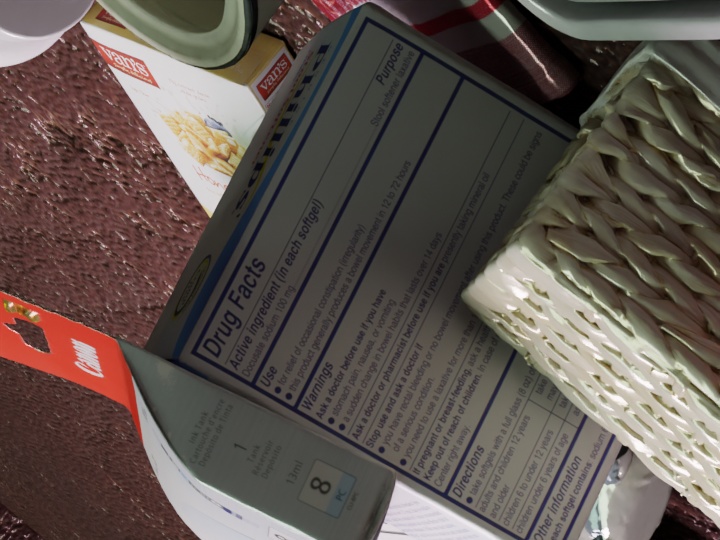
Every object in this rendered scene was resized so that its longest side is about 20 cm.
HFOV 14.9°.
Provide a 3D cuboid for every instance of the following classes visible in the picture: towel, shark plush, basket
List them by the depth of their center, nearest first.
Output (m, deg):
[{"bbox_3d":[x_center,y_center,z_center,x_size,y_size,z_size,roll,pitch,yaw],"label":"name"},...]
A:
[{"bbox_3d":[0.155,0.016,1.140,0.200,0.124,0.136,40,164,1],"label":"basket"},{"bbox_3d":[0.001,-0.142,1.256,0.200,0.023,0.144,44,162,-11],"label":"towel"},{"bbox_3d":[0.124,0.108,1.440,0.083,0.091,0.201,38,140,32],"label":"shark plush"}]

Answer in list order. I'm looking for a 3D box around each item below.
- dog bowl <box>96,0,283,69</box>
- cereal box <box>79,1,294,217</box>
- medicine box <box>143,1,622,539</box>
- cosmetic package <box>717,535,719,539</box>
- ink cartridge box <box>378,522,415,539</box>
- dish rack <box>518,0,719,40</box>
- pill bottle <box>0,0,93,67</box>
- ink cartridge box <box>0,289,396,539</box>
[{"bbox_3d":[-0.090,-0.190,1.198,0.200,0.074,0.201,42,157,22],"label":"dog bowl"},{"bbox_3d":[-0.060,-0.068,1.545,0.144,0.040,0.200,23,156,42],"label":"cereal box"},{"bbox_3d":[0.031,0.013,1.240,0.199,0.183,0.103,30,166,-10],"label":"medicine box"},{"bbox_3d":[0.214,0.188,1.487,0.073,0.104,0.200,35,162,14],"label":"cosmetic package"},{"bbox_3d":[0.003,0.102,1.480,0.115,0.068,0.200,5,166,30],"label":"ink cartridge box"},{"bbox_3d":[0.066,-0.168,1.009,0.200,0.044,0.171,48,161,-23],"label":"dish rack"},{"bbox_3d":[-0.217,-0.167,1.516,0.111,0.111,0.200,48,162,-23],"label":"pill bottle"},{"bbox_3d":[-0.084,0.078,1.206,0.199,0.047,0.160,24,167,4],"label":"ink cartridge box"}]
